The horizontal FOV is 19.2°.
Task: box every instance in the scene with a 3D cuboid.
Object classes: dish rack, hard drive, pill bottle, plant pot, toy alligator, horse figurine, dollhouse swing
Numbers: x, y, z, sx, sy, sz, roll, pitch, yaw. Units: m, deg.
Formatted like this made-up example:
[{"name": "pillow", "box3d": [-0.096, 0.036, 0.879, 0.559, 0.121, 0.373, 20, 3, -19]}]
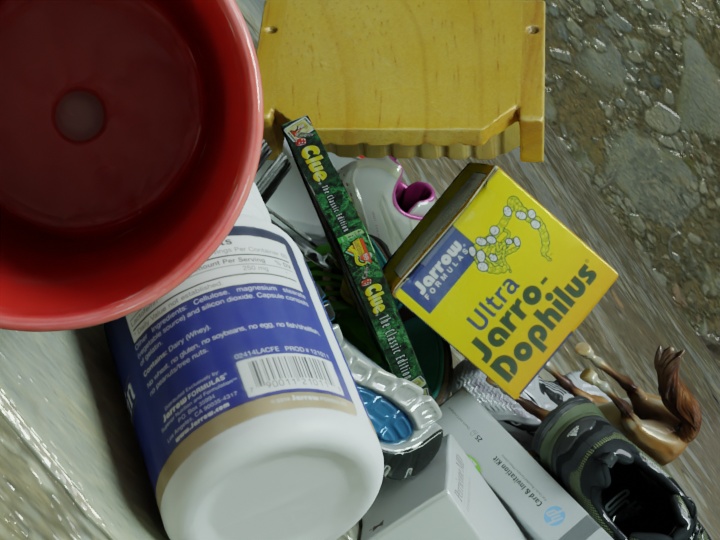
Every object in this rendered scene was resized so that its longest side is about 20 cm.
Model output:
[{"name": "dish rack", "box3d": [-0.088, -0.074, 1.301, 0.199, 0.055, 0.153, 38, 1, 1]}, {"name": "hard drive", "box3d": [-0.081, -0.078, 1.562, 0.133, 0.026, 0.200, 60, 13, 10]}, {"name": "pill bottle", "box3d": [-0.069, 0.043, 1.098, 0.116, 0.115, 0.201, 42, 19, -48]}, {"name": "plant pot", "box3d": [-0.141, -0.076, 0.991, 0.201, 0.200, 0.177, 56, 1, -4]}, {"name": "toy alligator", "box3d": [-0.021, 0.005, 1.530, 0.054, 0.060, 0.201, 8, 32, -14]}, {"name": "horse figurine", "box3d": [0.179, 0.099, 1.491, 0.132, 0.050, 0.200, 37, -21, -20]}, {"name": "dollhouse swing", "box3d": [0.031, -0.095, 1.512, 0.183, 0.198, 0.177, -85, 174, -45]}]

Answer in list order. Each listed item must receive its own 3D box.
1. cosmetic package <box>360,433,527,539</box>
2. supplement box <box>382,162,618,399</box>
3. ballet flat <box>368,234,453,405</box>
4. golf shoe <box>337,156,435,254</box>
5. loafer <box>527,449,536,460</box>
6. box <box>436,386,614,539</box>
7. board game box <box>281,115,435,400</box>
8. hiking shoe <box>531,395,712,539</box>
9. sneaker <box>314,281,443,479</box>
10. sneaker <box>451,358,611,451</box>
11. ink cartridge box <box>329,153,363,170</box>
[{"name": "cosmetic package", "box3d": [0.085, 0.217, 1.365, 0.201, 0.071, 0.102, 54, 13, -12]}, {"name": "supplement box", "box3d": [0.090, 0.002, 1.452, 0.109, 0.109, 0.200, 40, 2, -4]}, {"name": "ballet flat", "box3d": [0.031, 0.052, 1.585, 0.069, 0.068, 0.201, 61, 6, -46]}, {"name": "golf shoe", "box3d": [0.040, -0.015, 1.721, 0.200, 0.091, 0.076, 49, 13, -37]}, {"name": "loafer", "box3d": [0.148, 0.161, 1.580, 0.072, 0.073, 0.200, 48, -14, 4]}, {"name": "box", "box3d": [0.131, 0.190, 1.461, 0.200, 0.041, 0.156, 46, -13, 35]}, {"name": "board game box", "box3d": [0.000, 0.000, 1.353, 0.105, 0.023, 0.201, 60, -4, 36]}, {"name": "hiking shoe", "box3d": [0.192, 0.177, 1.430, 0.200, 0.076, 0.101, 47, 0, -29]}, {"name": "sneaker", "box3d": [-0.039, 0.056, 1.336, 0.200, 0.075, 0.087, 46, -11, -27]}, {"name": "sneaker", "box3d": [0.113, 0.126, 1.634, 0.199, 0.115, 0.076, 15, 41, -49]}, {"name": "ink cartridge box", "box3d": [0.024, -0.074, 1.900, 0.160, 0.047, 0.201, 32, 30, -62]}]
